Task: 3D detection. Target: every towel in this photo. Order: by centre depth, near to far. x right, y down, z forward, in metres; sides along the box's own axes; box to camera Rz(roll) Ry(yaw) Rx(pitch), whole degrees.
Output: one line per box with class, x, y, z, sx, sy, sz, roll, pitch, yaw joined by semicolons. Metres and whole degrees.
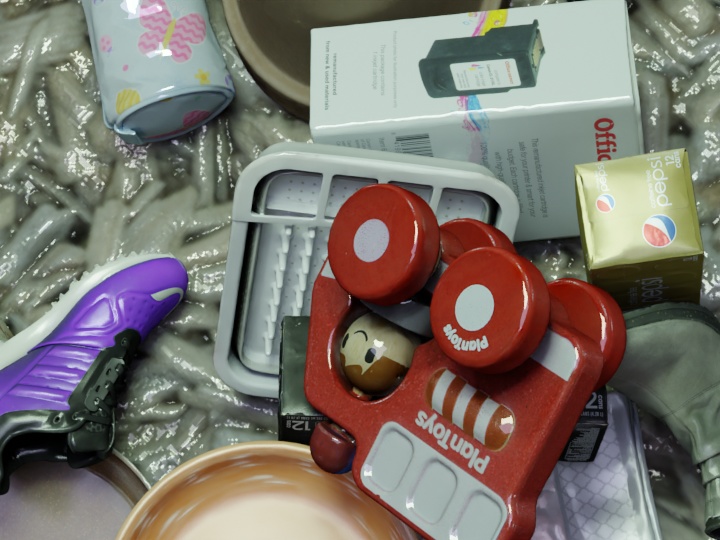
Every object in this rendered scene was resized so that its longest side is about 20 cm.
towel;0.095;0.179;1.335;0.189;0.032;0.202;-8;73;-6

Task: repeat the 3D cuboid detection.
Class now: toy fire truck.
toy fire truck;0.040;0.056;1.216;0.199;0.112;0.169;32;97;36

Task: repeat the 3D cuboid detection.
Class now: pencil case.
pencil case;-0.152;-0.188;1.449;0.090;0.083;0.202;-16;76;-13

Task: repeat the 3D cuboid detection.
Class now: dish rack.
dish rack;0.000;0.000;1.336;0.170;0.201;0.044;6;41;-7

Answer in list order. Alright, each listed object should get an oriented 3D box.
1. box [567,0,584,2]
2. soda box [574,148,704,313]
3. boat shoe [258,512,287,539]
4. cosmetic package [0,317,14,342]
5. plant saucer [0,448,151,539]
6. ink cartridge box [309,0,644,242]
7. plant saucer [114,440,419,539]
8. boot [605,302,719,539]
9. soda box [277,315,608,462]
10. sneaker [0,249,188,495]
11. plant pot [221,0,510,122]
box;0.141;-0.294;1.408;0.114;0.132;0.201;-28;75;-3
soda box;0.168;-0.011;1.303;0.067;0.200;0.065;-8;74;6
boat shoe;-0.053;0.170;1.349;0.072;0.066;0.201;40;75;2
cosmetic package;-0.322;0.002;1.428;0.103;0.087;0.201;-35;76;0
plant saucer;-0.211;0.202;1.395;0.198;0.035;0.202;-2;76;8
ink cartridge box;0.077;-0.086;1.355;0.198;0.146;0.083;-5;57;7
plant saucer;-0.056;0.203;1.287;0.198;0.037;0.202;0;76;-2
boot;0.203;0.094;1.287;0.067;0.199;0.132;-26;67;37
soda box;0.049;0.073;1.319;0.198;0.063;0.071;2;62;-3
sneaker;-0.178;0.074;1.382;0.199;0.070;0.100;-36;66;-16
plant pot;-0.007;-0.208;1.388;0.198;0.175;0.202;-2;77;9
